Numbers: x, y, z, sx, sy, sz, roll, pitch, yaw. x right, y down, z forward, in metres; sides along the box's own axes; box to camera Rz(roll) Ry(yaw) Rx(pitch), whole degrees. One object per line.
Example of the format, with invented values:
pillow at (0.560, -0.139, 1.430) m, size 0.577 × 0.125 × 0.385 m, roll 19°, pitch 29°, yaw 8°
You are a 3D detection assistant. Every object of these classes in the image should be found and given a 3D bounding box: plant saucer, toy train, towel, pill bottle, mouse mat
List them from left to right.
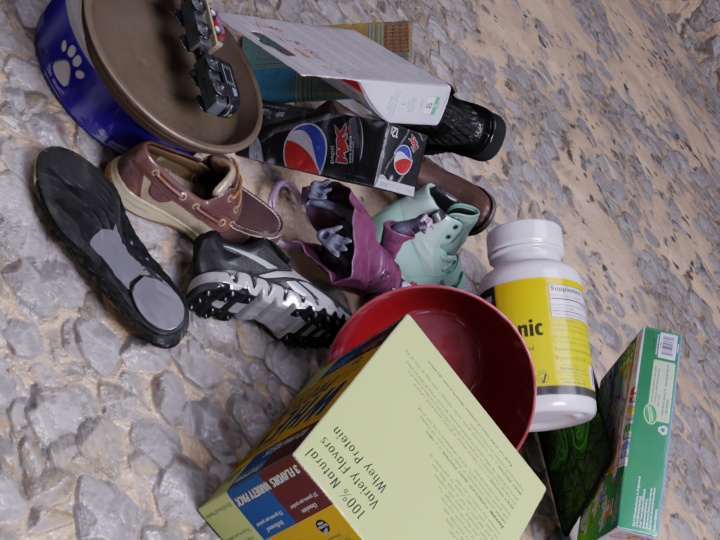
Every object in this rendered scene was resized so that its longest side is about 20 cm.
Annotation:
plant saucer at (-0.170, -0.185, 1.026) m, size 0.199 × 0.029 × 0.202 m, roll 35°, pitch 36°, yaw -30°
toy train at (-0.143, -0.222, 1.039) m, size 0.045 × 0.034 × 0.203 m, roll 18°, pitch 48°, yaw -49°
towel at (-0.041, -0.230, 1.272) m, size 0.148 × 0.196 × 0.022 m, roll -86°, pitch 171°, yaw -48°
pill bottle at (0.178, 0.056, 1.180) m, size 0.110 × 0.110 × 0.204 m, roll 17°, pitch 62°, yaw -44°
mouse mat at (0.227, 0.177, 1.247) m, size 0.007 × 0.201 × 0.163 m, roll -2°, pitch 53°, yaw -10°

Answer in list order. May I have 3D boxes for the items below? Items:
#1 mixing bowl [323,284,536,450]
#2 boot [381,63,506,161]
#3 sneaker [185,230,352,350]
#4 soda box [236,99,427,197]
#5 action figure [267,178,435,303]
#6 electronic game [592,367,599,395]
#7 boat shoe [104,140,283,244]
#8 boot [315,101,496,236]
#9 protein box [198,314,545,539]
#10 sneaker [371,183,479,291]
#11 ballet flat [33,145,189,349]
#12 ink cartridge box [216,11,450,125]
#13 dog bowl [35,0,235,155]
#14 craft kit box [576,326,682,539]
mixing bowl at (0.066, 0.102, 1.099) m, size 0.201 × 0.199 × 0.108 m, roll 50°, pitch 10°, yaw -5°
boot at (0.057, -0.194, 1.360) m, size 0.156 × 0.210 × 0.081 m, roll 17°, pitch 88°, yaw -39°
sneaker at (-0.081, 0.012, 1.074) m, size 0.198 × 0.066 × 0.092 m, roll 20°, pitch 47°, yaw -40°
soda box at (-0.032, -0.126, 1.158) m, size 0.070 × 0.198 × 0.064 m, roll 9°, pitch 95°, yaw -49°
action figure at (0.000, 0.000, 1.198) m, size 0.200 × 0.147 × 0.136 m, roll 43°, pitch 57°, yaw -53°
electronic game at (0.228, 0.093, 1.359) m, size 0.200 × 0.041 × 0.203 m, roll 155°, pitch -89°, yaw -88°
boat shoe at (-0.139, -0.071, 1.069) m, size 0.198 × 0.072 × 0.073 m, roll 24°, pitch 42°, yaw -40°
boot at (0.044, -0.123, 1.325) m, size 0.199 × 0.065 × 0.186 m, roll 33°, pitch -1°, yaw -36°
protein box at (0.016, 0.188, 0.945) m, size 0.199 × 0.134 × 0.200 m, roll 51°, pitch 41°, yaw -6°
sneaker at (0.106, -0.006, 1.296) m, size 0.200 × 0.118 × 0.074 m, roll 46°, pitch 31°, yaw -17°
ballet flat at (-0.213, -0.017, 0.955) m, size 0.066 × 0.057 × 0.201 m, roll -30°, pitch 79°, yaw -31°
ink cartridge box at (-0.033, -0.196, 1.118) m, size 0.198 × 0.051 × 0.160 m, roll -6°, pitch 34°, yaw -43°
dog bowl at (-0.206, -0.202, 1.097) m, size 0.199 × 0.078 × 0.202 m, roll 34°, pitch 36°, yaw -30°
craft kit box at (0.272, 0.184, 1.174) m, size 0.048 × 0.198 × 0.203 m, roll 11°, pitch 69°, yaw 6°
